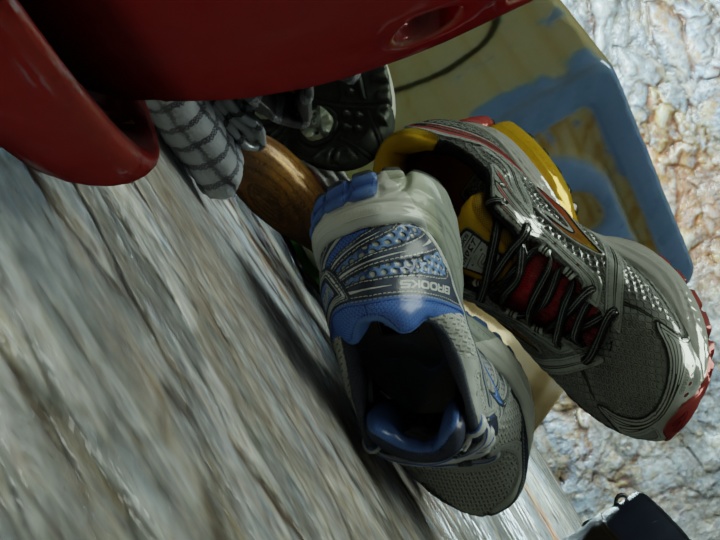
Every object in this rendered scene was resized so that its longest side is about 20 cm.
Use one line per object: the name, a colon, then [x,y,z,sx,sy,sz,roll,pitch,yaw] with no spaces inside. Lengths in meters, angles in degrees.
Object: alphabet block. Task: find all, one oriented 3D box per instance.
alphabet block: [0.059,-0.067,1.238,0.197,0.195,0.200,62,-2,-42]

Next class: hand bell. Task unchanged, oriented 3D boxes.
hand bell: [0.000,0.000,0.956,0.200,0.104,0.104,44,9,-23]

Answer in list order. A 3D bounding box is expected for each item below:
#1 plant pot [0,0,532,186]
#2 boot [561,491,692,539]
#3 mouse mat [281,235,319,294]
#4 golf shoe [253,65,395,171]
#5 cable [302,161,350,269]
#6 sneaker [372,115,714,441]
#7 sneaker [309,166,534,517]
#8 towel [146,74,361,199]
plant pot: [-0.038,-0.129,0.467,0.201,0.182,0.200,58,4,-6]
boot: [0.103,0.144,0.876,0.075,0.097,0.200,59,4,2]
mouse mat: [-0.045,-0.041,1.128,0.200,0.008,0.161,60,4,30]
golf shoe: [-0.027,-0.099,1.021,0.088,0.077,0.200,46,1,-41]
cable: [-0.004,0.010,1.083,0.097,0.050,0.200,41,-21,38]
sneaker: [0.075,0.005,0.907,0.082,0.078,0.200,1,36,-48]
sneaker: [0.024,0.054,0.851,0.200,0.077,0.085,62,19,-44]
towel: [-0.086,-0.151,0.807,0.166,0.085,0.200,55,5,-44]
